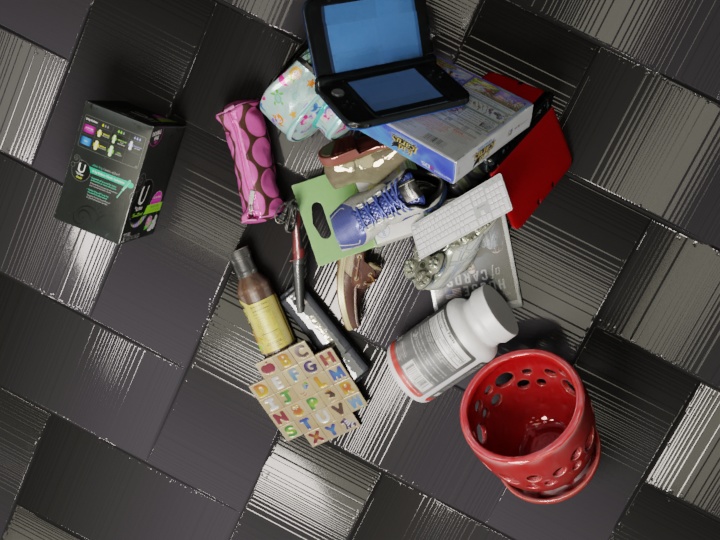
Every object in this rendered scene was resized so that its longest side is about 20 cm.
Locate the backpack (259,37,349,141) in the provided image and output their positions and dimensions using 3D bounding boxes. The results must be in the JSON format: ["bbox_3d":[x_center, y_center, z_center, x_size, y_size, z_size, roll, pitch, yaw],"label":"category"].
[{"bbox_3d":[-0.056,-0.286,1.349,0.200,0.178,0.151,-40,91,5],"label":"backpack"}]

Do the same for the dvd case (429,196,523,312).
[{"bbox_3d":[0.178,-0.024,1.442,0.149,0.025,0.202,-11,98,11],"label":"dvd case"}]

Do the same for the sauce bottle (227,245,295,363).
[{"bbox_3d":[-0.170,0.057,1.487,0.064,0.065,0.202,-21,95,11],"label":"sauce bottle"}]

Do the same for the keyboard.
[{"bbox_3d":[0.147,-0.078,1.301,0.199,0.011,0.057,-30,66,46],"label":"keyboard"}]

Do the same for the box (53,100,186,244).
[{"bbox_3d":[-0.393,-0.165,1.433,0.123,0.149,0.202,21,102,5],"label":"box"}]

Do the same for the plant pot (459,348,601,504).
[{"bbox_3d":[0.279,0.253,1.373,0.199,0.201,0.183,-28,133,12],"label":"plant pot"}]

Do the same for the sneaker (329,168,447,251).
[{"bbox_3d":[0.046,-0.107,1.323,0.198,0.115,0.081,-25,84,-6],"label":"sneaker"}]

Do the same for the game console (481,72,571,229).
[{"bbox_3d":[0.219,-0.190,1.344,0.171,0.200,0.119,26,142,24],"label":"game console"}]

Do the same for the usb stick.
[{"bbox_3d":[-0.061,0.110,1.495,0.055,0.033,0.201,-38,93,13],"label":"usb stick"}]

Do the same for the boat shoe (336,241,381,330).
[{"bbox_3d":[0.000,0.000,1.450,0.071,0.072,0.202,0,93,8],"label":"boat shoe"}]

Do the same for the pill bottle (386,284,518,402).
[{"bbox_3d":[0.149,0.117,1.408,0.199,0.116,0.116,-37,93,23],"label":"pill bottle"}]

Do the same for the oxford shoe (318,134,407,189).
[{"bbox_3d":[0.038,-0.179,1.354,0.198,0.071,0.075,-11,125,10],"label":"oxford shoe"}]

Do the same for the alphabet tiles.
[{"bbox_3d":[-0.089,0.215,1.496,0.165,0.006,0.201,-25,115,14],"label":"alphabet tiles"}]

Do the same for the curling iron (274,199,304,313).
[{"bbox_3d":[-0.111,-0.022,1.432,0.025,0.049,0.202,19,124,39],"label":"curling iron"}]

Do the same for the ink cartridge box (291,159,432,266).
[{"bbox_3d":[0.004,-0.107,1.402,0.198,0.048,0.147,-19,85,-6],"label":"ink cartridge box"}]

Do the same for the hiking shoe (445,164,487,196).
[{"bbox_3d":[0.143,-0.225,1.396,0.100,0.076,0.201,-29,98,-4],"label":"hiking shoe"}]

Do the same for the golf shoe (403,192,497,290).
[{"bbox_3d":[0.159,-0.047,1.390,0.200,0.097,0.079,-45,55,19],"label":"golf shoe"}]

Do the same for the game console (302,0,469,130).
[{"bbox_3d":[0.038,-0.302,1.215,0.198,0.171,0.119,-17,135,-22],"label":"game console"}]

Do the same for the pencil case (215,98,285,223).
[{"bbox_3d":[-0.181,-0.179,1.428,0.090,0.094,0.202,-11,97,28],"label":"pencil case"}]

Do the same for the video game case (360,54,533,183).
[{"bbox_3d":[0.117,-0.226,1.267,0.199,0.181,0.046,34,146,29],"label":"video game case"}]
